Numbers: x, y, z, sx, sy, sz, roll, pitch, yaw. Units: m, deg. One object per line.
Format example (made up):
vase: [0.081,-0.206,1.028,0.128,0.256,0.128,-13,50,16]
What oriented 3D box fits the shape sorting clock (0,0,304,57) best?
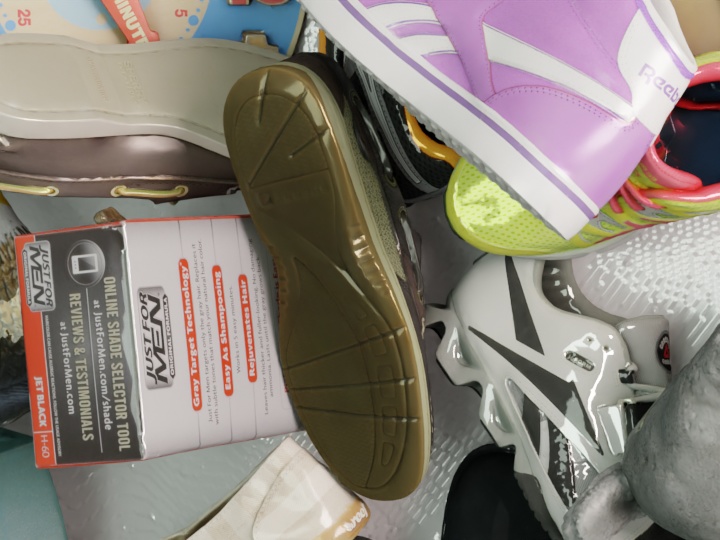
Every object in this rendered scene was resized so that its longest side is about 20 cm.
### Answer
shape sorting clock: [-0.121,-0.140,1.256,0.199,0.039,0.201,-2,99,-15]

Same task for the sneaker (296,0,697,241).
sneaker: [0.060,-0.104,1.108,0.114,0.073,0.200,-51,51,2]

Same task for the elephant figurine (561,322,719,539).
elephant figurine: [0.218,0.091,1.093,0.200,0.142,0.155,39,139,6]

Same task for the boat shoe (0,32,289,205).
boat shoe: [-0.093,-0.063,1.231,0.060,0.199,0.072,-59,40,42]

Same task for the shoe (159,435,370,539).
shoe: [-0.076,0.136,1.264,0.053,0.070,0.200,48,129,-10]

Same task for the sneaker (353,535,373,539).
sneaker: [-0.063,0.200,1.275,0.115,0.076,0.201,26,105,29]

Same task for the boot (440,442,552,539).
boot: [0.036,0.180,1.167,0.073,0.162,0.199,6,95,27]

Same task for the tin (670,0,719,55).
tin: [0.106,-0.138,1.188,0.112,0.042,0.201,-22,82,32]

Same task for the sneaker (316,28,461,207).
sneaker: [0.017,-0.126,1.209,0.077,0.078,0.201,-1,102,48]

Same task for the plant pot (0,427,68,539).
plant pot: [-0.223,0.174,1.308,0.141,0.141,0.201,13,106,28]

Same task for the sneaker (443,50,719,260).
sneaker: [0.116,-0.052,1.115,0.199,0.090,0.079,-19,91,26]

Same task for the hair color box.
hair color box: [-0.068,0.027,1.197,0.061,0.200,0.102,-6,89,29]

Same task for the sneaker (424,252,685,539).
sneaker: [0.110,0.067,1.172,0.088,0.074,0.200,-43,71,22]

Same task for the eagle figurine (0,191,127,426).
eagle figurine: [-0.177,0.025,1.295,0.199,0.152,0.151,-23,42,12]

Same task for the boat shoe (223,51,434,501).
boat shoe: [-0.001,0.000,1.185,0.071,0.066,0.202,-7,107,34]
